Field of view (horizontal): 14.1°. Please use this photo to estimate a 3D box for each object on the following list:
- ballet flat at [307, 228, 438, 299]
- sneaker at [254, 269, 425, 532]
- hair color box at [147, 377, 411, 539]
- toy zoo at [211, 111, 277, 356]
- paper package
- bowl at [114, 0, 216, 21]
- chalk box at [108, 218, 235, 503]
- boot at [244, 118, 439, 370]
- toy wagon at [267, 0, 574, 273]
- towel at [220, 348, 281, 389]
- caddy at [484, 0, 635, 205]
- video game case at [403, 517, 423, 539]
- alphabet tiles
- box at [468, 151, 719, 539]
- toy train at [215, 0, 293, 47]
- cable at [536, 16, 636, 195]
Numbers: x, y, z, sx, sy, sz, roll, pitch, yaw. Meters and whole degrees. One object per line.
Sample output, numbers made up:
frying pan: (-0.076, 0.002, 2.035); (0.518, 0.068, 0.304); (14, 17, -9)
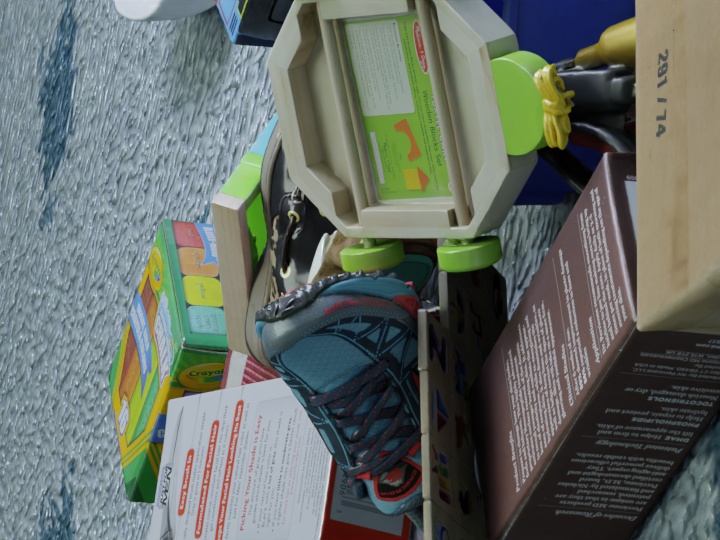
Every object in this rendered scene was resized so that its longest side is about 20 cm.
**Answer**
ballet flat: (0.000, 0.000, 1.596); (0.200, 0.068, 0.073); (112, 154, -64)
sneaker: (0.017, 0.072, 1.472); (0.079, 0.200, 0.096); (-26, 55, 16)
hair color box: (-0.045, 0.122, 1.652); (0.200, 0.064, 0.111); (-12, 65, 56)
toy zoo: (-0.035, -0.059, 1.836); (0.132, 0.020, 0.200); (86, -152, -45)
paper package: (0.187, -0.088, 1.164); (0.191, 0.103, 0.201); (135, 138, -66)
bowl: (-0.139, -0.297, 2.354); (0.200, 0.074, 0.201); (-160, 78, -73)
chalk box: (-0.084, 0.051, 1.962); (0.125, 0.123, 0.200); (-103, 26, -46)
boot: (0.001, -0.001, 1.719); (0.151, 0.073, 0.201); (40, 125, 45)
toy wagon: (0.035, -0.077, 1.427); (0.200, 0.039, 0.156); (0, 106, 45)
towel: (-0.031, 0.132, 1.819); (0.200, 0.023, 0.145); (32, 116, 48)
caddy: (0.074, -0.122, 1.535); (0.141, 0.105, 0.201); (161, 114, -72)
video game case: (0.023, 0.182, 1.613); (0.181, 0.045, 0.201); (-32, 48, 47)
alphabet tiles: (0.060, 0.079, 1.502); (0.167, 0.008, 0.201); (45, -140, -59)
box: (0.119, 0.046, 1.391); (0.200, 0.075, 0.100); (119, 152, -48)
toy train: (-0.047, -0.253, 2.032); (0.114, 0.086, 0.200); (-114, 35, -42)
cable: (0.092, -0.080, 1.433); (0.200, 0.050, 0.098); (5, 102, 44)
